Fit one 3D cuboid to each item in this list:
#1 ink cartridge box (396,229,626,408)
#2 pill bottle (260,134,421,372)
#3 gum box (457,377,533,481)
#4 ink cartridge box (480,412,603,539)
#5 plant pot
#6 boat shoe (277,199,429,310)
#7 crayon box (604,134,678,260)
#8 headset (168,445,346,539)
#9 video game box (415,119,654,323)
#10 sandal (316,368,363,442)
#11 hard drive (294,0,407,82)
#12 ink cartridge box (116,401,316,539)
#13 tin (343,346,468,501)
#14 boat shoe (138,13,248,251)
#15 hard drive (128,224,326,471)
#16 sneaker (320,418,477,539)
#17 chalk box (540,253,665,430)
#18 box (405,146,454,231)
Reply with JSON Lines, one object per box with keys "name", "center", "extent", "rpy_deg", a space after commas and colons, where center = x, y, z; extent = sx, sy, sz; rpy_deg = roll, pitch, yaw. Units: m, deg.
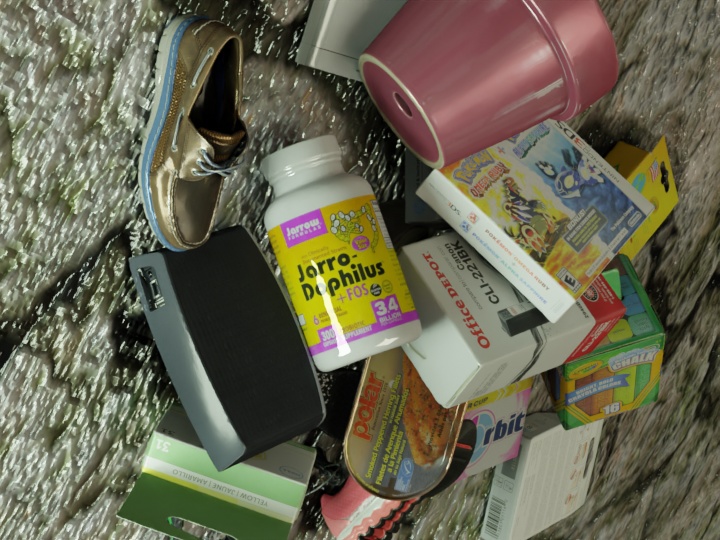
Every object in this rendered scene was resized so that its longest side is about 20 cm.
{"name": "ink cartridge box", "center": [0.134, 0.030, 1.435], "extent": [0.200, 0.144, 0.084], "rpy_deg": [-18, 155, -34]}
{"name": "pill bottle", "center": [-0.024, -0.017, 1.331], "extent": [0.104, 0.104, 0.200], "rpy_deg": [-17, 85, -44]}
{"name": "gum box", "center": [0.105, 0.175, 1.681], "extent": [0.200, 0.066, 0.114], "rpy_deg": [-15, 121, -45]}
{"name": "ink cartridge box", "center": [0.241, 0.256, 1.914], "extent": [0.200, 0.047, 0.160], "rpy_deg": [-16, 122, -51]}
{"name": "plant pot", "center": [0.105, -0.195, 1.349], "extent": [0.179, 0.200, 0.200], "rpy_deg": [-37, 137, -9]}
{"name": "boat shoe", "center": [0.000, 0.000, 1.454], "extent": [0.200, 0.074, 0.073], "rpy_deg": [-29, 130, -36]}
{"name": "crayon box", "center": [0.308, -0.065, 1.801], "extent": [0.200, 0.051, 0.127], "rpy_deg": [-47, 139, -21]}
{"name": "headset", "center": [-0.107, 0.217, 1.471], "extent": [0.200, 0.094, 0.124], "rpy_deg": [-7, 121, -31]}
{"name": "video game box", "center": [0.175, -0.069, 1.437], "extent": [0.200, 0.182, 0.047], "rpy_deg": [-43, 173, -45]}
{"name": "sandal", "center": [-0.052, 0.125, 1.496], "extent": [0.200, 0.045, 0.075], "rpy_deg": [19, 90, -38]}
{"name": "hard drive", "center": [0.018, -0.274, 1.360], "extent": [0.132, 0.027, 0.200], "rpy_deg": [7, 104, -52]}
{"name": "ink cartridge box", "center": [-0.120, 0.183, 1.282], "extent": [0.200, 0.145, 0.048], "rpy_deg": [-74, -177, -80]}
{"name": "tin", "center": [0.049, 0.132, 1.487], "extent": [0.112, 0.042, 0.200], "rpy_deg": [15, 97, -9]}
{"name": "boat shoe", "center": [-0.134, -0.108, 1.219], "extent": [0.072, 0.072, 0.200], "rpy_deg": [-12, 112, -43]}
{"name": "hard drive", "center": [-0.110, 0.061, 1.292], "extent": [0.135, 0.042, 0.200], "rpy_deg": [-20, 85, -43]}
{"name": "sneaker", "center": [0.034, 0.214, 1.572], "extent": [0.200, 0.087, 0.074], "rpy_deg": [-43, 150, 6]}
{"name": "chalk box", "center": [0.274, 0.072, 1.713], "extent": [0.124, 0.124, 0.200], "rpy_deg": [-17, 145, -3]}
{"name": "box", "center": [0.118, -0.115, 1.511], "extent": [0.200, 0.041, 0.156], "rpy_deg": [7, 81, -51]}
